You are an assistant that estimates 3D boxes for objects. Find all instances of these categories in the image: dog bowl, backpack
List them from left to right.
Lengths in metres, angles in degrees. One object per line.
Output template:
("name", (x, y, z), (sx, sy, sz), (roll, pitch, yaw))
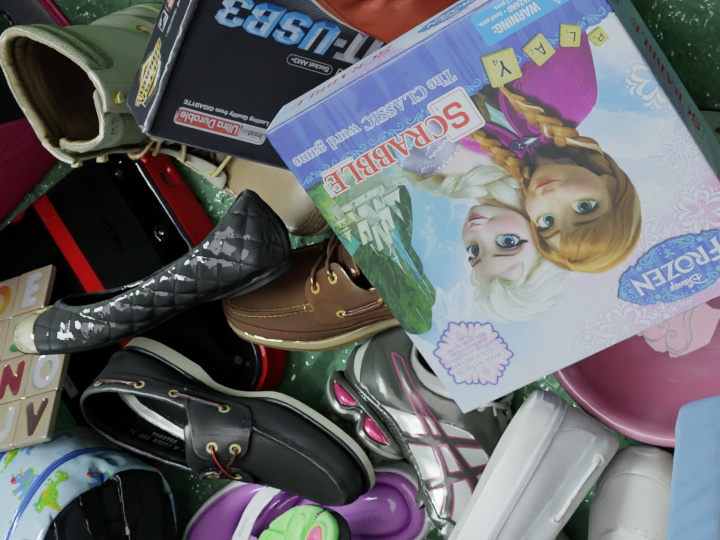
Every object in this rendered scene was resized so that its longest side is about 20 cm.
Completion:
("backpack", (-0.195, 0.205, 1.113), (0.154, 0.163, 0.201), (41, 130, 34))
("dog bowl", (0.184, 0.011, 0.951), (0.199, 0.074, 0.201), (5, 104, 22))

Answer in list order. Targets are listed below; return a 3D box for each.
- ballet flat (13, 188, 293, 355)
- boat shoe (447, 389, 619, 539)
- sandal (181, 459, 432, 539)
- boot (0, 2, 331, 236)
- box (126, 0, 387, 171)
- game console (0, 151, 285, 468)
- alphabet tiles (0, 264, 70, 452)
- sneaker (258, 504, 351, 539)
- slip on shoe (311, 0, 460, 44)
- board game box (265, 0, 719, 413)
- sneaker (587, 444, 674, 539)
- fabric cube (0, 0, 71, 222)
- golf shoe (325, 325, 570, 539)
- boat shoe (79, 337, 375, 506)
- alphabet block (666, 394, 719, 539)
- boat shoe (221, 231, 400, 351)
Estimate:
("ballet flat", (-0.131, 0.005, 1.030), (0.199, 0.066, 0.057), (-22, 102, 20))
("boat shoe", (0.083, 0.168, 0.961), (0.068, 0.072, 0.201), (27, 92, 2))
("sandal", (-0.045, 0.169, 1.100), (0.202, 0.050, 0.083), (-24, 91, 27))
("boot", (-0.113, -0.084, 1.016), (0.200, 0.155, 0.072), (44, 116, 11))
("box", (-0.007, -0.150, 0.946), (0.199, 0.199, 0.050), (-65, 31, 19))
("game console", (-0.156, 0.026, 1.135), (0.177, 0.031, 0.200), (-36, 85, 32))
("alphabet tiles", (-0.267, 0.084, 1.127), (0.199, 0.008, 0.168), (-16, 54, 36))
("sneaker", (-0.022, 0.226, 1.076), (0.077, 0.083, 0.201), (43, 141, 45))
("slip on shoe", (0.046, -0.139, 0.907), (0.200, 0.061, 0.074), (28, 107, -32))
("board game box", (0.085, -0.045, 0.887), (0.199, 0.041, 0.200), (-28, 108, 27))
("sneaker", (0.161, 0.201, 0.974), (0.078, 0.099, 0.201), (7, 114, 22))
("fabric cube", (-0.319, -0.111, 1.080), (0.199, 0.200, 0.196), (-42, 83, 27))
("golf shoe", (0.069, 0.113, 1.025), (0.200, 0.077, 0.088), (44, 110, 9))
("boat shoe", (-0.085, 0.107, 1.054), (0.201, 0.063, 0.074), (21, 136, 24))
("alphabet block", (0.278, 0.179, 0.842), (0.195, 0.197, 0.200), (-16, 122, 27))
("boat shoe", (0.000, 0.000, 1.018), (0.199, 0.072, 0.068), (-6, 141, 25))
